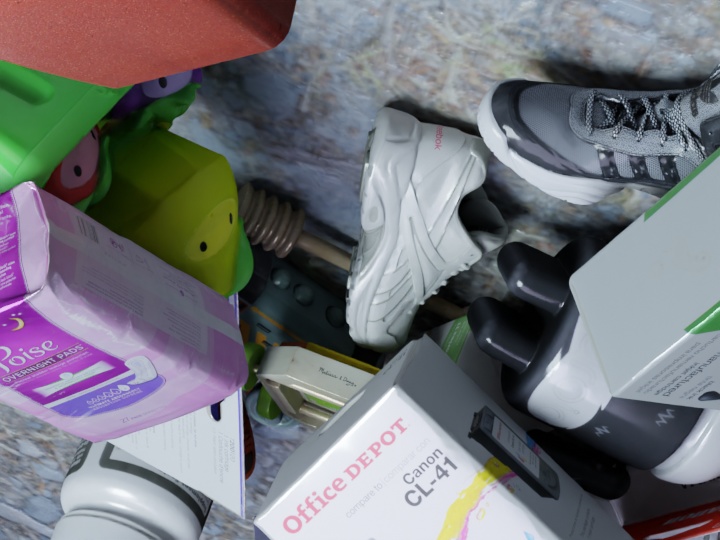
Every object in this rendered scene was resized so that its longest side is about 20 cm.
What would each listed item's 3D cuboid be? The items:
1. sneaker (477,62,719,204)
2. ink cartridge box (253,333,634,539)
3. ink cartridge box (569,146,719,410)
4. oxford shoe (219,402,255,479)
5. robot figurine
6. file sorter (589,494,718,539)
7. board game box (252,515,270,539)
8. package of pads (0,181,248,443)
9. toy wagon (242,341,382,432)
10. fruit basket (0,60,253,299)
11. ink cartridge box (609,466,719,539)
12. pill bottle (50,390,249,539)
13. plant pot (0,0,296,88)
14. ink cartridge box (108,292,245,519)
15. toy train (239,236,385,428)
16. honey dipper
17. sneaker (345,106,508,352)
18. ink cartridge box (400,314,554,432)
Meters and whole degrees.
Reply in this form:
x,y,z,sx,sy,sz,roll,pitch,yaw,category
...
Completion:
x,y,z,sx,sy,sz,roll,pitch,yaw,category
0.172,-0.087,1.151,0.198,0.076,0.114,17,147,-6,sneaker
0.055,0.166,1.271,0.200,0.086,0.148,43,114,-6,ink cartridge box
0.243,0.011,1.145,0.199,0.084,0.147,8,141,-37,ink cartridge box
-0.151,0.081,1.504,0.072,0.071,0.201,-39,82,31,oxford shoe
0.168,0.055,1.295,0.199,0.125,0.150,26,140,-10,robot figurine
0.170,0.254,1.596,0.198,0.125,0.139,12,146,13,file sorter
0.042,0.187,1.451,0.164,0.057,0.200,-7,177,26,board game box
-0.167,0.031,1.167,0.120,0.076,0.200,-24,148,23,package of pads
-0.001,0.105,1.403,0.154,0.040,0.200,20,165,19,toy wagon
-0.140,-0.068,1.221,0.214,0.217,0.156,23,147,-6,fruit basket
0.239,0.137,1.357,0.199,0.173,0.044,-25,87,48,ink cartridge box
-0.163,0.152,1.555,0.113,0.201,0.114,14,147,9,pill bottle
-0.127,-0.203,1.044,0.199,0.202,0.176,-9,148,38,plant pot
-0.143,0.048,1.393,0.199,0.043,0.200,25,130,32,ink cartridge box
-0.075,0.037,1.459,0.199,0.086,0.114,36,134,-23,toy train
0.000,0.000,1.401,0.199,0.038,0.038,28,147,-14,honey dipper
0.044,-0.013,1.311,0.098,0.078,0.201,9,139,1,sneaker
0.085,0.093,1.432,0.116,0.068,0.200,27,165,-11,ink cartridge box
